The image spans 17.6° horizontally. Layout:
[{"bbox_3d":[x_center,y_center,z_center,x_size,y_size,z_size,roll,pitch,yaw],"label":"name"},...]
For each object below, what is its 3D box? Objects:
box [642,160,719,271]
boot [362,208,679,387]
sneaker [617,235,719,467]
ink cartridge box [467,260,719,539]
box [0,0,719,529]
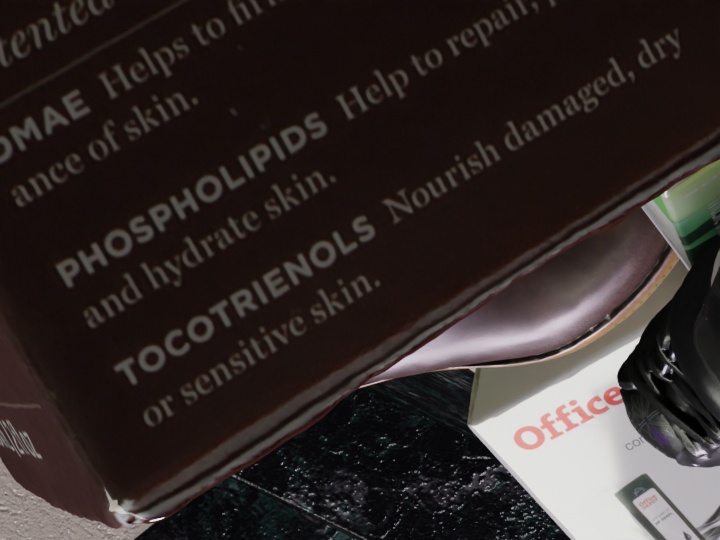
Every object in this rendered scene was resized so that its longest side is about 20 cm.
[{"bbox_3d":[0.066,-0.068,0.666,0.144,0.036,0.200,55,-174,13],"label":"box"},{"bbox_3d":[0.000,0.000,0.777,0.200,0.073,0.166,-27,160,33],"label":"boot"},{"bbox_3d":[0.110,0.032,0.645,0.076,0.087,0.200,59,-159,9],"label":"sneaker"},{"bbox_3d":[0.163,0.078,1.002,0.200,0.146,0.084,46,-150,-20],"label":"ink cartridge box"},{"bbox_3d":[-0.045,-0.075,0.495,0.200,0.164,0.166,59,166,-6],"label":"box"}]
